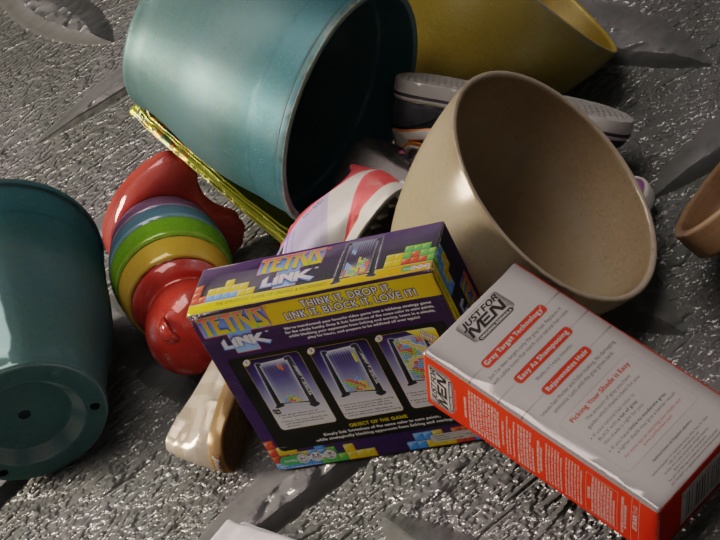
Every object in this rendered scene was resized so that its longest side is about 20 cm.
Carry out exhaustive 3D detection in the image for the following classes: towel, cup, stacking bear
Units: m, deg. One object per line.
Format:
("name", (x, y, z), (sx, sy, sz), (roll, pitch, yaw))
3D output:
("towel", (-0.105, -0.087, 1.881), (0.200, 0.018, 0.086), (41, 26, 20))
("cup", (0.102, -0.028, 1.646), (0.143, 0.200, 0.201), (-40, 20, 38))
("stacking bear", (-0.151, 0.011, 1.831), (0.113, 0.122, 0.200), (-34, 34, 8))

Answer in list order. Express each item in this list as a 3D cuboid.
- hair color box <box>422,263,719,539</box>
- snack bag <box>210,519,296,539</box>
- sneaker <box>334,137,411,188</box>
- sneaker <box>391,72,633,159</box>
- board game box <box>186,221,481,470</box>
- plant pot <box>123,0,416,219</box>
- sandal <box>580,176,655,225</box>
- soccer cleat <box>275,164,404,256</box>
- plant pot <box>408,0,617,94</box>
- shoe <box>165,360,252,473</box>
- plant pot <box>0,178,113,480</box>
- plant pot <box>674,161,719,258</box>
("hair color box", (0.149, 0.091, 1.465), (0.200, 0.061, 0.101), (35, 63, 27))
("snack bag", (-0.077, 0.256, 1.505), (0.199, 0.021, 0.189), (10, 47, 45))
("sneaker", (0.000, 0.000, 1.773), (0.080, 0.086, 0.201), (19, 69, 16))
("sneaker", (0.121, -0.108, 1.786), (0.199, 0.080, 0.078), (11, 14, 16))
("board game box", (-0.002, 0.059, 1.595), (0.199, 0.166, 0.057), (-10, 36, 24))
("plant pot", (-0.084, -0.164, 1.803), (0.187, 0.201, 0.200), (23, 54, 23))
("sandal", (0.138, -0.052, 1.757), (0.202, 0.050, 0.083), (-12, 32, 26))
("soccer cleat", (-0.041, -0.002, 1.702), (0.200, 0.068, 0.073), (-45, 49, -13))
("plant pot", (0.102, -0.202, 1.898), (0.142, 0.200, 0.200), (-49, 28, 16))
("shoe", (-0.096, 0.075, 1.731), (0.053, 0.070, 0.200), (0, 43, 26))
("plant pot", (-0.289, 0.060, 1.797), (0.199, 0.200, 0.188), (-26, 46, 2))
("plant pot", (0.324, -0.067, 1.565), (0.201, 0.093, 0.201), (-46, 3, 3))
